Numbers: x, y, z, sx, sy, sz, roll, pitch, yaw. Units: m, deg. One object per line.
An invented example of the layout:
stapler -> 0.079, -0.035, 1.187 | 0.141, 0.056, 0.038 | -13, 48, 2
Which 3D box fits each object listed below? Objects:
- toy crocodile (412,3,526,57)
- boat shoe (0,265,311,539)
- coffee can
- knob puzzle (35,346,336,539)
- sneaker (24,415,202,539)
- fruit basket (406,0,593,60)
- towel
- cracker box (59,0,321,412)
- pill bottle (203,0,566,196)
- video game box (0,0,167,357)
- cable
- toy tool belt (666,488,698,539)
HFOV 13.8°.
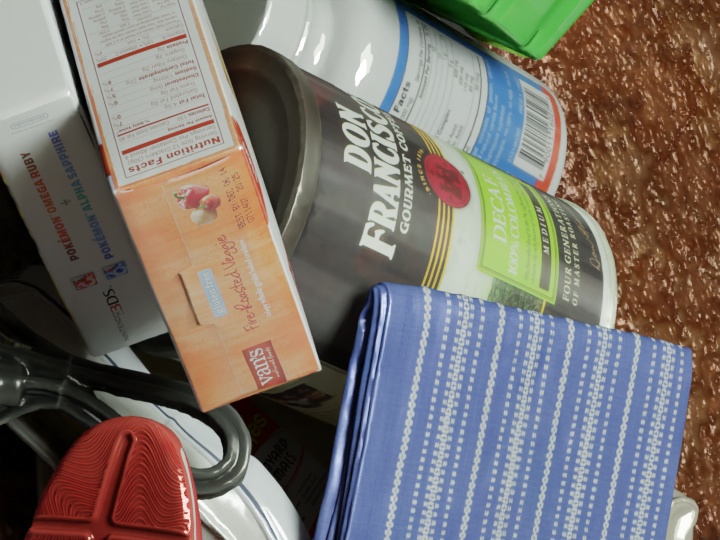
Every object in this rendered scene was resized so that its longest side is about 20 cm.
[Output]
toy crocodile -> 0.051, -0.181, 1.571 | 0.067, 0.062, 0.201 | 25, 30, -35
boat shoe -> -0.108, 0.091, 1.300 | 0.202, 0.075, 0.086 | 48, 46, 2
coffee can -> 0.000, 0.000, 1.384 | 0.199, 0.146, 0.147 | 24, 59, -36
knob puzzle -> -0.075, 0.115, 1.382 | 0.218, 0.030, 0.221 | 18, 54, -27
sneaker -> -0.093, 0.157, 1.255 | 0.115, 0.078, 0.202 | -11, 110, -74
fruit basket -> 0.052, -0.234, 1.456 | 0.155, 0.214, 0.217 | 30, 52, -61
towel -> 0.066, 0.090, 1.345 | 0.199, 0.024, 0.146 | 12, 87, -38
cracker box -> -0.077, -0.060, 1.229 | 0.134, 0.057, 0.201 | 72, 0, -46
pill bottle -> 0.000, -0.085, 1.486 | 0.199, 0.112, 0.113 | 27, 57, -36
video game box -> -0.142, -0.092, 1.274 | 0.183, 0.047, 0.201 | 68, 1, -56
cable -> -0.144, 0.047, 1.267 | 0.198, 0.050, 0.098 | 10, 65, -9
toy tool belt -> 0.082, 0.184, 1.462 | 0.199, 0.125, 0.124 | -28, 125, -17
